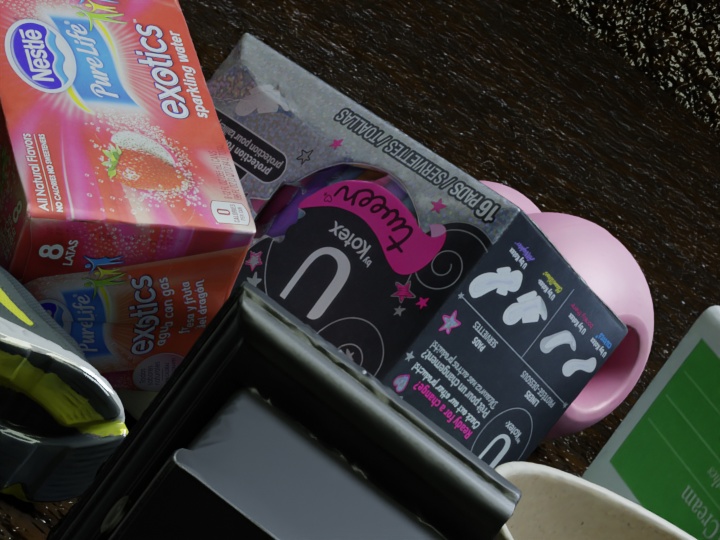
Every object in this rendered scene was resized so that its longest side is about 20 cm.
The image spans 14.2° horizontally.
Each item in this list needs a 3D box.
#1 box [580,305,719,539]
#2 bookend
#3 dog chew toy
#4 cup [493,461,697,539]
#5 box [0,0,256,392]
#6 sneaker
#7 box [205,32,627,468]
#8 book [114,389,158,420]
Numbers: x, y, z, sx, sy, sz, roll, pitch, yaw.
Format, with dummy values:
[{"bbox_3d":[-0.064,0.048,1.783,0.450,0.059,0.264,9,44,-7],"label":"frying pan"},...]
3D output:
[{"bbox_3d":[0.214,0.160,1.295,0.200,0.172,0.199,27,15,-30],"label":"box"},{"bbox_3d":[-0.066,0.124,0.654,0.092,0.199,0.200,37,14,0],"label":"bookend"},{"bbox_3d":[0.068,0.008,1.604,0.200,0.125,0.124,35,10,40],"label":"dog chew toy"},{"bbox_3d":[0.083,0.180,0.954,0.200,0.143,0.200,34,13,-9],"label":"cup"},{"bbox_3d":[-0.122,-0.050,1.214,0.099,0.096,0.200,5,41,-23],"label":"box"},{"bbox_3d":[-0.177,0.014,1.079,0.200,0.075,0.085,41,5,-18],"label":"sneaker"},{"bbox_3d":[0.000,0.000,1.344,0.200,0.115,0.132,34,-6,39],"label":"box"},{"bbox_3d":[-0.026,0.083,1.263,0.200,0.048,0.134,38,9,18],"label":"book"}]
